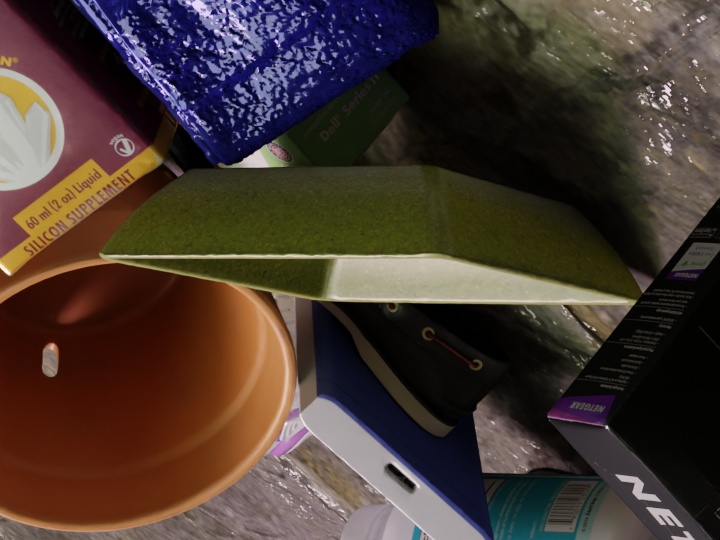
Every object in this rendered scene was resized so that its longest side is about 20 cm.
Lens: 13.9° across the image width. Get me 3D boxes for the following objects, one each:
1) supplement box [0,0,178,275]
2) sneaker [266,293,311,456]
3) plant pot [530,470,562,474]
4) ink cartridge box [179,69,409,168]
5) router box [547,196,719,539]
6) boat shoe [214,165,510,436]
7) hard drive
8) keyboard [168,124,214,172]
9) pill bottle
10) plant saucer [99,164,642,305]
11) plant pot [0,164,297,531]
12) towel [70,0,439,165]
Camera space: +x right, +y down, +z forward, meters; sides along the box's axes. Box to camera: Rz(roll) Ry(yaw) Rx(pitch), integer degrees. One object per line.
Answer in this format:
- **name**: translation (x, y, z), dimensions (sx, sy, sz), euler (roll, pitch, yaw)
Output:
- **supplement box**: translation (-0.191, -0.112, 1.420), dimensions (0.200, 0.110, 0.086), euler (46, -155, -19)
- **sneaker**: translation (-0.051, 0.048, 1.747), dimensions (0.100, 0.075, 0.200), euler (51, -168, -5)
- **plant pot**: translation (0.129, 0.252, 1.808), dimensions (0.200, 0.174, 0.200), euler (35, 162, 13)
- **ink cartridge box**: translation (-0.082, -0.134, 1.478), dimensions (0.200, 0.067, 0.117), euler (47, 161, -22)
- **router box**: translation (0.195, 0.076, 1.285), dimensions (0.200, 0.149, 0.051), euler (48, 160, -21)
- **boat shoe**: translation (0.001, 0.000, 1.651), dimensions (0.201, 0.063, 0.074), euler (47, -164, 6)
- **hard drive**: translation (0.016, 0.074, 1.668), dimensions (0.132, 0.025, 0.200), euler (42, -165, -17)
- **keyboard**: translation (-0.114, -0.078, 1.636), dimensions (0.200, 0.040, 0.104), euler (62, -176, -74)
- **pill bottle**: translation (0.088, 0.171, 1.699), dimensions (0.200, 0.111, 0.111), euler (-1, 141, 32)
- **plant saucer**: translation (0.009, -0.018, 1.433), dimensions (0.200, 0.048, 0.200), euler (0, 173, 33)
- **plant pot**: translation (-0.145, 0.025, 1.617), dimensions (0.200, 0.200, 0.140), euler (56, -169, -40)
- **towel**: translation (-0.077, -0.146, 1.360), dimensions (0.148, 0.050, 0.200), euler (-31, 114, 32)
